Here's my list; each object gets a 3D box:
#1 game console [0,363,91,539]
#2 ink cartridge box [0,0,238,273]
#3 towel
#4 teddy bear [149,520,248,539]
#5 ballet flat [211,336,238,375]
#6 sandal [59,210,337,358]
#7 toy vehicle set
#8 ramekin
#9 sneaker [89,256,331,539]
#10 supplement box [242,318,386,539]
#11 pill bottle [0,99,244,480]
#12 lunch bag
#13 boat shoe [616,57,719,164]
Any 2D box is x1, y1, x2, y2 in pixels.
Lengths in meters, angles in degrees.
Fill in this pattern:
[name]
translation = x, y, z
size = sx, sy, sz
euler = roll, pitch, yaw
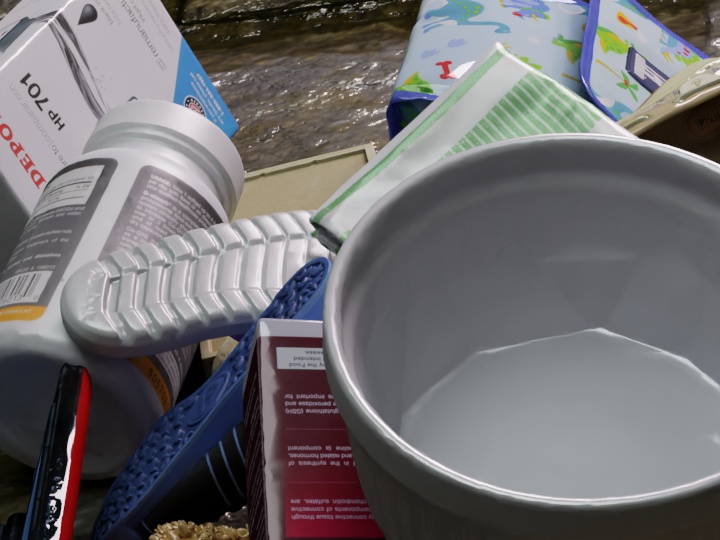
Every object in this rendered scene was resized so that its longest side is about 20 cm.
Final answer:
[game console]
translation = -0.202, 0.153, 0.918
size = 0.118, 0.173, 0.200
euler = 11, 31, -10
[ink cartridge box]
translation = -0.183, -0.083, 1.226
size = 0.086, 0.147, 0.200
euler = -15, 27, 36
[towel]
translation = 0.089, -0.016, 0.973
size = 0.152, 0.023, 0.200
euler = -43, 58, -13
[teddy bear]
translation = -0.046, 0.157, 0.891
size = 0.199, 0.067, 0.145
euler = -19, 34, -8
[ballet flat]
translation = 0.000, 0.000, 1.069
size = 0.200, 0.057, 0.066
euler = -36, 52, -8
[sandal]
translation = -0.055, 0.014, 1.017
size = 0.201, 0.050, 0.083
euler = -4, 48, -14
[toy vehicle set]
translation = -0.038, -0.006, 1.181
size = 0.123, 0.027, 0.200
euler = -13, 32, 1
[ramekin]
translation = 0.086, 0.048, 0.782
size = 0.199, 0.105, 0.201
euler = -2, 45, 2
[sneaker]
translation = -0.050, 0.086, 0.967
size = 0.200, 0.078, 0.070
euler = -46, 18, 21
[supplement box]
translation = 0.008, 0.120, 0.840
size = 0.108, 0.061, 0.201
euler = 3, 54, -10
[pill bottle]
translation = -0.136, 0.006, 1.088
size = 0.116, 0.117, 0.201
euler = 0, 44, 21
[lunch bag]
translation = 0.120, -0.088, 1.169
size = 0.199, 0.128, 0.170
euler = 10, 34, 5
[boat shoe]
translation = 0.154, -0.052, 1.034
size = 0.200, 0.073, 0.063
euler = -44, 15, -24
